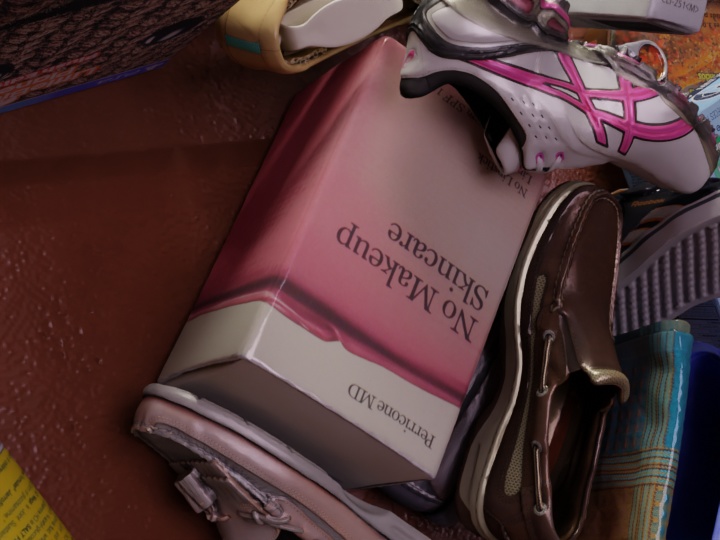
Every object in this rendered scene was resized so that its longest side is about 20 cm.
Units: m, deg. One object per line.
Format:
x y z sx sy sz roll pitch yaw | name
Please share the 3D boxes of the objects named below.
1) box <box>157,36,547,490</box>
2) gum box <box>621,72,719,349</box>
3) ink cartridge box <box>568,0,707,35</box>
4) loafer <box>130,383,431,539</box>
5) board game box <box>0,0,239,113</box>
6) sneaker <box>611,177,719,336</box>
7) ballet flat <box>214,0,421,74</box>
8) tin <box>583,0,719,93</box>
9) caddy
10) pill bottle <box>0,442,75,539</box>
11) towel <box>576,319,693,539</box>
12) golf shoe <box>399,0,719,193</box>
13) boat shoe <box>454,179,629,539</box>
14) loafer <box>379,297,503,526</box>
0.000 0.000 0.714 0.127 0.109 0.202 33 63 -21 | box
0.274 -0.033 0.898 0.169 0.044 0.202 -32 107 -29 | gum box
0.140 -0.232 0.770 0.043 0.200 0.176 9 97 -29 | ink cartridge box
-0.039 0.131 0.687 0.199 0.072 0.063 35 70 -23 | loafer
-0.139 -0.152 0.612 0.158 0.199 0.098 -23 91 -32 | board game box
0.190 -0.022 0.784 0.078 0.199 0.080 32 46 -29 | sneaker
0.018 -0.153 0.705 0.199 0.063 0.069 -31 126 -20 | ballet flat
0.240 -0.140 0.935 0.198 0.042 0.113 -3 76 -32 | tin
0.176 0.140 0.769 0.104 0.141 0.202 32 63 -24 | caddy
-0.170 0.153 0.573 0.112 0.112 0.201 -41 100 -31 | pill bottle
0.122 0.132 0.734 0.022 0.146 0.202 22 69 -22 | towel
0.105 -0.086 0.703 0.199 0.073 0.093 30 89 -23 | golf shoe
0.117 0.053 0.713 0.074 0.074 0.205 18 84 -42 | boat shoe
0.061 0.044 0.766 0.063 0.072 0.202 27 69 -19 | loafer
